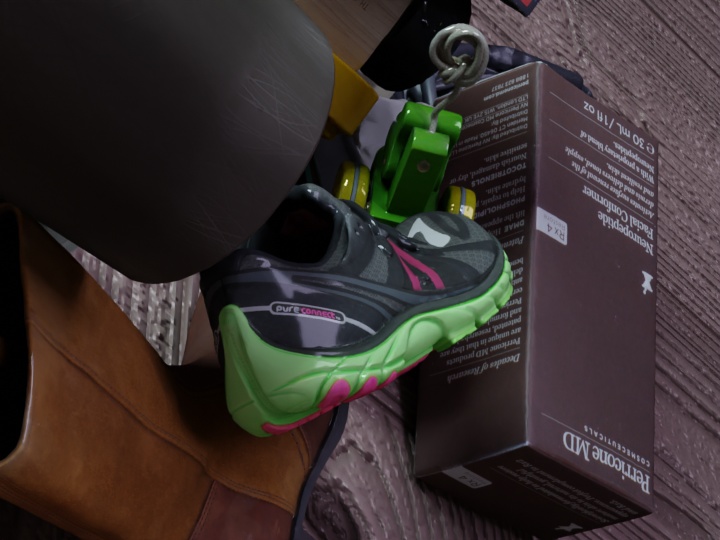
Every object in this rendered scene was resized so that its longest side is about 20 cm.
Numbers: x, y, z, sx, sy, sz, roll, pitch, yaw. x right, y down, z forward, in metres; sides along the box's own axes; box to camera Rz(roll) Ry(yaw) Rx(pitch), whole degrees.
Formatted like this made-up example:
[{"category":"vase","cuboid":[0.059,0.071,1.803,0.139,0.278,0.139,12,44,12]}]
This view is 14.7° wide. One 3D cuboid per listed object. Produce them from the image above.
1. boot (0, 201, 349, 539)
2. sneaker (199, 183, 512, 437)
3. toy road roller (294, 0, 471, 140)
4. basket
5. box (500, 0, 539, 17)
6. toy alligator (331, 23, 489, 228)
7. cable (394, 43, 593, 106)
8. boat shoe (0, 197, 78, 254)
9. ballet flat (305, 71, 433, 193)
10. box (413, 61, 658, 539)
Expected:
[{"category":"boot","cuboid":[-0.085,0.034,1.051,0.200,0.068,0.189,44,44,-46]},{"category":"sneaker","cuboid":[0.000,0.000,1.085,0.084,0.076,0.200,65,24,-2]},{"category":"toy road roller","cuboid":[-0.064,-0.114,1.215,0.123,0.146,0.200,38,-2,-35]},{"category":"basket","cuboid":[-0.115,-0.094,0.933,0.200,0.180,0.137,39,68,-35]},{"category":"box","cuboid":[-0.010,-0.191,1.146,0.136,0.038,0.200,36,-2,40]},{"category":"toy alligator","cuboid":[0.020,-0.039,1.195,0.059,0.201,0.054,13,40,-8]},{"category":"cable","cuboid":[0.073,-0.041,1.425,0.199,0.051,0.164,17,58,-47]},{"category":"boat shoe","cuboid":[-0.151,-0.013,1.015,0.201,0.060,0.072,-51,137,-59]},{"category":"ballet flat","cuboid":[0.002,-0.077,1.309,0.068,0.068,0.201,15,52,-53]},{"category":"box","cuboid":[0.085,0.014,1.313,0.100,0.075,0.201,28,56,-42]}]
